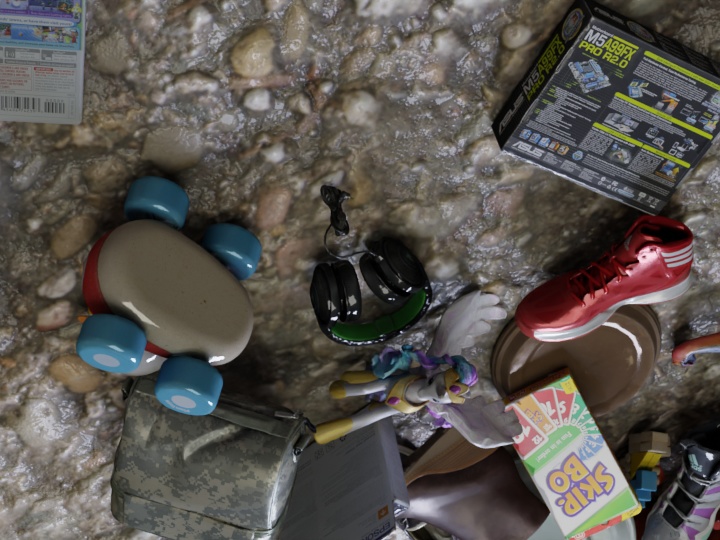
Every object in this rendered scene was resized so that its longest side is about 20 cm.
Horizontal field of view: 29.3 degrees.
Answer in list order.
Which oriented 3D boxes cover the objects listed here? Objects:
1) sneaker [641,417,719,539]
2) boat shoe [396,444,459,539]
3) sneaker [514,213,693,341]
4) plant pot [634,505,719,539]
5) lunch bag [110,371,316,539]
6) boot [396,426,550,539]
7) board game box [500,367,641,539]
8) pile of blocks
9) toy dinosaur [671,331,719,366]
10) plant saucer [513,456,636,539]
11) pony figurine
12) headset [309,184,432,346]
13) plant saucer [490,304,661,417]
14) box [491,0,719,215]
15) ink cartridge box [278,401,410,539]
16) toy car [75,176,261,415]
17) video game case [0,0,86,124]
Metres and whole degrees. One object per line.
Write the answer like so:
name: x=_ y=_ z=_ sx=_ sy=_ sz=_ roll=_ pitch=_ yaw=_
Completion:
sneaker: x=0.390 y=0.242 z=1.615 sx=0.200 sy=0.078 sz=0.140 roll=-48 pitch=140 yaw=-7
boat shoe: x=0.067 y=0.278 z=1.628 sx=0.072 sy=0.065 sz=0.200 roll=-27 pitch=127 yaw=15
sneaker: x=0.251 y=-0.004 z=1.419 sx=0.199 sy=0.079 sz=0.116 roll=-22 pitch=144 yaw=-10
plant pot: x=0.425 y=0.388 z=1.709 sx=0.199 sy=0.200 sz=0.177 roll=-20 pitch=122 yaw=6
lunch bag: x=-0.155 y=0.192 z=1.435 sx=0.198 sy=0.140 sz=0.168 roll=17 pitch=138 yaw=5
boot: x=0.102 y=0.278 z=1.558 sx=0.200 sy=0.072 sz=0.167 roll=-40 pitch=98 yaw=-9
board game box: x=0.237 y=0.215 z=1.554 sx=0.095 sy=0.030 sz=0.201 roll=-27 pitch=108 yaw=11
pile of blocks: x=0.333 y=0.276 z=1.666 sx=0.062 sy=0.082 sz=0.201 roll=9 pitch=127 yaw=-25
toy dinosaur: x=0.448 y=0.070 z=1.553 sx=0.180 sy=0.105 sz=0.202 roll=12 pitch=89 yaw=-4
plant saucer: x=0.226 y=0.317 z=1.640 sx=0.198 sy=0.050 sz=0.202 roll=9 pitch=116 yaw=18
pony figurine: x=0.071 y=0.122 z=1.446 sx=0.199 sy=0.168 sz=0.192 roll=-16 pitch=179 yaw=37
headset: x=0.000 y=0.000 z=1.406 sx=0.123 sy=0.094 sz=0.200 roll=-22 pitch=144 yaw=2
plant saucer: x=0.246 y=0.102 z=1.546 sx=0.198 sy=0.030 sz=0.201 roll=-5 pitch=130 yaw=-6
box: x=0.251 y=-0.154 z=1.332 sx=0.199 sy=0.044 sz=0.161 roll=19 pitch=122 yaw=-24
ink cartridge box: x=-0.036 y=0.270 z=1.516 sx=0.199 sy=0.201 sz=0.041 roll=-36 pitch=123 yaw=19
toy car: x=-0.223 y=0.042 z=1.351 sx=0.176 sy=0.186 sz=0.199 roll=33 pitch=145 yaw=-30
video game case: x=-0.339 y=-0.213 z=1.190 sx=0.198 sy=0.022 sz=0.183 roll=2 pitch=128 yaw=-11
